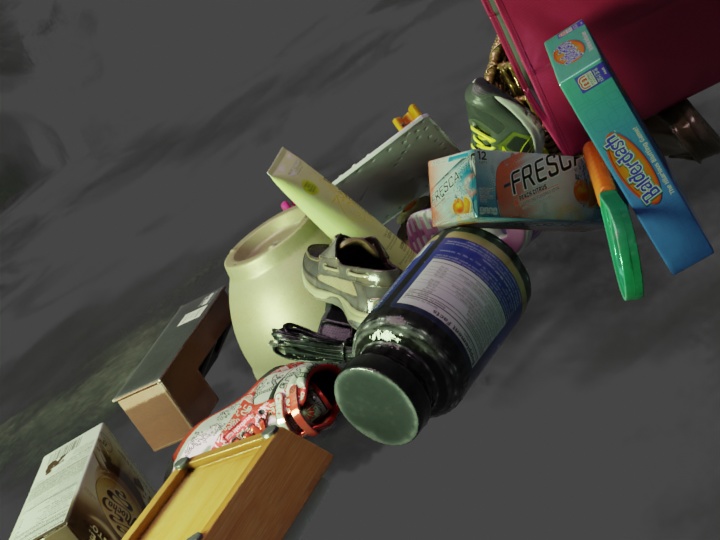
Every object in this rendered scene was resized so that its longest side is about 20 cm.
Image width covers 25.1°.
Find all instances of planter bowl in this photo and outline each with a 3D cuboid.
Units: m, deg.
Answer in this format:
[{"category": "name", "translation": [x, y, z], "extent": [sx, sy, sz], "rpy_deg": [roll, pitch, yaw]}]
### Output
[{"category": "planter bowl", "translation": [-0.065, 0.013, 1.746], "extent": [0.199, 0.135, 0.200], "rpy_deg": [-32, 17, 11]}]

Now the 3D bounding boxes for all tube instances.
[{"category": "tube", "translation": [-0.014, -0.049, 1.666], "extent": [0.052, 0.200, 0.058], "rpy_deg": [-51, 8, -17]}]

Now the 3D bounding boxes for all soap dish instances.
[{"category": "soap dish", "translation": [-0.127, 0.225, 1.381], "extent": [0.157, 0.081, 0.200], "rpy_deg": [-22, 20, 35]}]

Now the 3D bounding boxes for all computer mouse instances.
[{"category": "computer mouse", "translation": [-0.005, 0.064, 1.583], "extent": [0.137, 0.053, 0.200], "rpy_deg": [7, 16, 9]}]

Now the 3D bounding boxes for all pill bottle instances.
[{"category": "pill bottle", "translation": [0.062, 0.058, 1.428], "extent": [0.111, 0.112, 0.200], "rpy_deg": [-16, 25, 45]}]

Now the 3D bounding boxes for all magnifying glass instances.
[{"category": "magnifying glass", "translation": [0.222, -0.050, 1.423], "extent": [0.022, 0.080, 0.201], "rpy_deg": [-10, 37, 5]}]

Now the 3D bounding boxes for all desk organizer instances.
[{"category": "desk organizer", "translation": [-0.193, 0.109, 1.820], "extent": [0.071, 0.077, 0.200], "rpy_deg": [-24, 20, 29]}]

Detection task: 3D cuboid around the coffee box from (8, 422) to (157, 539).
[{"category": "coffee box", "translation": [-0.254, 0.245, 1.505], "extent": [0.080, 0.113, 0.200], "rpy_deg": [-30, 18, 12]}]

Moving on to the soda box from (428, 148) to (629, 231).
[{"category": "soda box", "translation": [0.159, -0.073, 1.506], "extent": [0.199, 0.064, 0.068], "rpy_deg": [0, -6, -38]}]

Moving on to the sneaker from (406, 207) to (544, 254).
[{"category": "sneaker", "translation": [0.128, -0.046, 1.662], "extent": [0.088, 0.081, 0.200], "rpy_deg": [-29, 8, -35]}]

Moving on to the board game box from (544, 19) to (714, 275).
[{"category": "board game box", "translation": [0.234, -0.111, 1.418], "extent": [0.045, 0.201, 0.152], "rpy_deg": [-30, 17, 12]}]

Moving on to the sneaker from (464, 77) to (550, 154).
[{"category": "sneaker", "translation": [0.146, -0.121, 1.670], "extent": [0.085, 0.200, 0.074], "rpy_deg": [-47, 54, -5]}]

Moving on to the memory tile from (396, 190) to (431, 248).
[{"category": "memory tile", "translation": [0.102, -0.074, 1.855], "extent": [0.153, 0.017, 0.200], "rpy_deg": [-35, 16, 14]}]

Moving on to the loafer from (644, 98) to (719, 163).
[{"category": "loafer", "translation": [0.295, -0.140, 1.607], "extent": [0.067, 0.076, 0.200], "rpy_deg": [-45, 21, 3]}]

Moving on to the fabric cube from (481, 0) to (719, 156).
[{"category": "fabric cube", "translation": [0.229, -0.264, 1.561], "extent": [0.198, 0.201, 0.197], "rpy_deg": [-26, 25, 6]}]

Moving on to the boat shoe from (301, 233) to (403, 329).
[{"category": "boat shoe", "translation": [0.000, 0.000, 1.573], "extent": [0.074, 0.074, 0.200], "rpy_deg": [-3, 18, -26]}]

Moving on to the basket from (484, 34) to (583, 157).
[{"category": "basket", "translation": [0.214, -0.198, 1.780], "extent": [0.143, 0.149, 0.199], "rpy_deg": [-44, 20, -30]}]

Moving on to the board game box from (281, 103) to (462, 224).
[{"category": "board game box", "translation": [0.018, -0.102, 1.875], "extent": [0.199, 0.026, 0.200], "rpy_deg": [-37, -18, 7]}]

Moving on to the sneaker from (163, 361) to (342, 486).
[{"category": "sneaker", "translation": [-0.096, 0.154, 1.536], "extent": [0.201, 0.067, 0.108], "rpy_deg": [-43, 16, -33]}]
